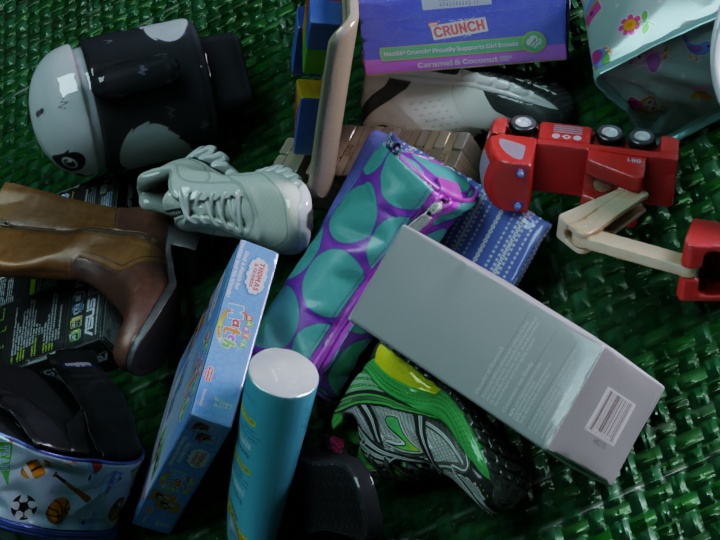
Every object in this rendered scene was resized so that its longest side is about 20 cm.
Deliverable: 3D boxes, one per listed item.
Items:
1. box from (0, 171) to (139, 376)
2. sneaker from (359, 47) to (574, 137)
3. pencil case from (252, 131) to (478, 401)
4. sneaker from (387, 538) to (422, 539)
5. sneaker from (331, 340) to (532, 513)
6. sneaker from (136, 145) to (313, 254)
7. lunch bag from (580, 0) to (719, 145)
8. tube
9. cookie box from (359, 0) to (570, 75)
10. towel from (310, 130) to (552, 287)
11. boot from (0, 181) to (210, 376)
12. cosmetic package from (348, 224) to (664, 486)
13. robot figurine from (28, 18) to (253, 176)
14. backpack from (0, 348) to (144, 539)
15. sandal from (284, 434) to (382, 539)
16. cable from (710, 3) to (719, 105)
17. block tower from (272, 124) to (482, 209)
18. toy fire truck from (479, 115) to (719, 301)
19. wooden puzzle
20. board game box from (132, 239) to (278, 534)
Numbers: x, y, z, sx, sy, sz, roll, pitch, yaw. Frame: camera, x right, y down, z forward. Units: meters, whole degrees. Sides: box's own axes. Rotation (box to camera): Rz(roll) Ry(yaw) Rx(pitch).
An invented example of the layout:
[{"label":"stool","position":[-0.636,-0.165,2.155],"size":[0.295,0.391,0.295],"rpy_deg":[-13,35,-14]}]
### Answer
[{"label":"box","position":[-0.293,0.022,1.687],"size":[0.192,0.048,0.202],"rpy_deg":[-22,46,22]},{"label":"sneaker","position":[0.086,-0.132,1.539],"size":[0.198,0.073,0.081],"rpy_deg":[14,102,33]},{"label":"pencil case","position":[0.000,0.000,1.404],"size":[0.201,0.085,0.092],"rpy_deg":[-56,22,9]},{"label":"sneaker","position":[-0.026,0.241,1.288],"size":[0.198,0.077,0.086],"rpy_deg":[-14,52,27]},{"label":"sneaker","position":[0.050,0.128,1.337],"size":[0.085,0.078,0.200],"rpy_deg":[-52,34,-3]},{"label":"sneaker","position":[-0.111,-0.053,1.538],"size":[0.080,0.076,0.199],"rpy_deg":[-10,16,-37]},{"label":"lunch bag","position":[0.273,-0.213,1.421],"size":[0.199,0.122,0.172],"rpy_deg":[-28,42,22]},{"label":"tube","position":[-0.071,0.147,1.341],"size":[0.050,0.202,0.078],"rpy_deg":[2,38,-15]},{"label":"cookie box","position":[0.091,-0.248,1.549],"size":[0.169,0.076,0.201],"rpy_deg":[-3,36,10]},{"label":"towel","position":[0.044,-0.011,1.445],"size":[0.199,0.024,0.146],"rpy_deg":[32,95,39]},{"label":"boot","position":[-0.244,0.001,1.579],"size":[0.198,0.069,0.190],"rpy_deg":[10,51,7]},{"label":"cosmetic package","position":[0.100,0.056,1.298],"size":[0.199,0.107,0.091],"rpy_deg":[29,89,40]},{"label":"robot figurine","position":[-0.199,-0.154,1.685],"size":[0.198,0.151,0.125],"rpy_deg":[-13,43,-10]},{"label":"backpack","position":[-0.270,0.147,1.464],"size":[0.190,0.199,0.156],"rpy_deg":[21,101,46]},{"label":"sandal","position":[-0.018,0.153,1.340],"size":[0.045,0.076,0.200],"rpy_deg":[-18,10,-22]},{"label":"cable","position":[0.340,-0.149,1.283],"size":[0.197,0.069,0.203],"rpy_deg":[7,88,8]},{"label":"block tower","position":[0.021,-0.082,1.539],"size":[0.198,0.058,0.054],"rpy_deg":[8,60,38]},{"label":"toy fire truck","position":[0.180,-0.047,1.353],"size":[0.197,0.049,0.142],"rpy_deg":[7,38,8]},{"label":"wooden puzzle","position":[-0.030,-0.190,1.502],"size":[0.046,0.186,0.201],"rpy_deg":[6,48,-3]},{"label":"board game box","position":[-0.119,0.092,1.417],"size":[0.200,0.036,0.153],"rpy_deg":[121,166,-55]}]
